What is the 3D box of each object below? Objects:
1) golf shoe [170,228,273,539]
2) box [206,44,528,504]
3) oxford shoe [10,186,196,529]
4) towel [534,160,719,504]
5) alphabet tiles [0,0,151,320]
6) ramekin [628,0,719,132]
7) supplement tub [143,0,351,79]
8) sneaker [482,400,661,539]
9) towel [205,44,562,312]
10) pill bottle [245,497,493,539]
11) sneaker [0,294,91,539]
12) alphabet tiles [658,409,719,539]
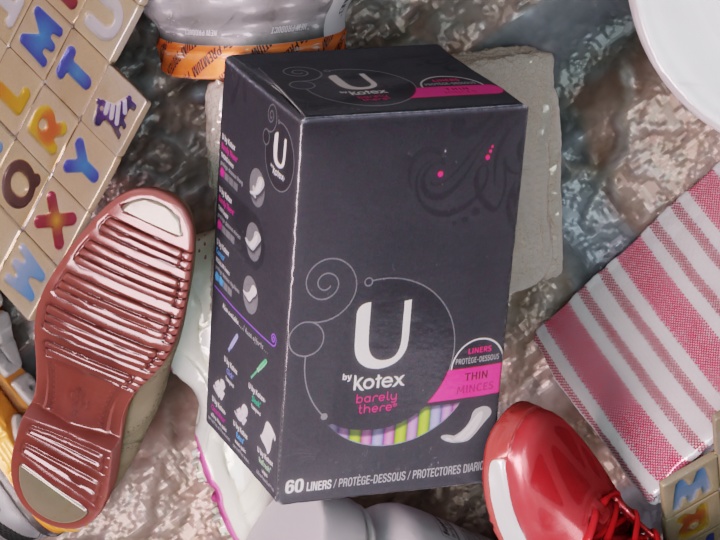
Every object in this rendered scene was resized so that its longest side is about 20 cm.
[{"bbox_3d":[-0.053,0.071,1.477,0.091,0.075,0.201,-17,104,0],"label":"golf shoe"},{"bbox_3d":[0.000,0.000,1.362,0.122,0.106,0.201,-6,113,-23],"label":"box"},{"bbox_3d":[-0.125,0.034,1.403,0.070,0.075,0.200,28,120,6],"label":"oxford shoe"},{"bbox_3d":[0.194,0.017,1.437,0.200,0.146,0.030,-42,130,9],"label":"towel"},{"bbox_3d":[-0.168,-0.104,1.395,0.167,0.008,0.200,44,115,33],"label":"alphabet tiles"},{"bbox_3d":[0.232,-0.157,1.404,0.202,0.094,0.203,0,93,0],"label":"ramekin"},{"bbox_3d":[-0.061,-0.202,1.387,0.122,0.123,0.201,-5,103,0],"label":"supplement tub"},{"bbox_3d":[0.148,0.144,1.376,0.115,0.078,0.200,-3,131,43],"label":"sneaker"},{"bbox_3d":[0.014,-0.045,1.442,0.199,0.034,0.133,-6,103,-21],"label":"towel"},{"bbox_3d":[0.037,0.190,1.457,0.200,0.113,0.114,24,102,-24],"label":"pill bottle"},{"bbox_3d":[-0.220,0.063,1.474,0.077,0.078,0.200,-27,94,31],"label":"sneaker"},{"bbox_3d":[0.230,0.107,1.444,0.166,0.006,0.200,-29,145,-11],"label":"alphabet tiles"}]
